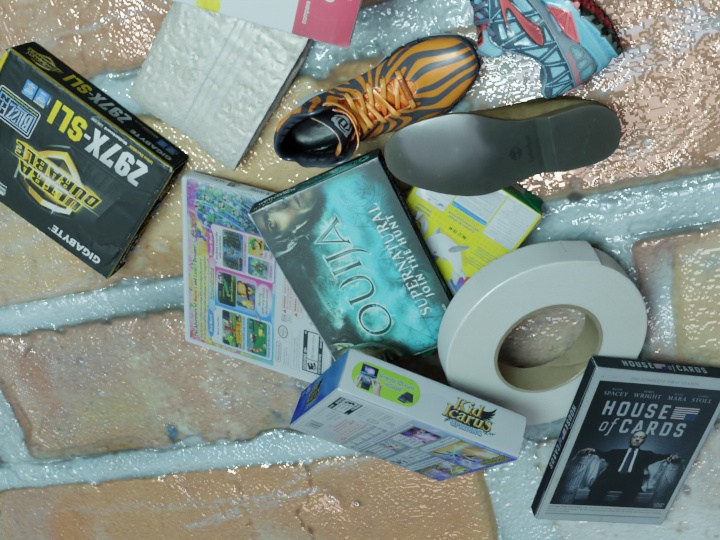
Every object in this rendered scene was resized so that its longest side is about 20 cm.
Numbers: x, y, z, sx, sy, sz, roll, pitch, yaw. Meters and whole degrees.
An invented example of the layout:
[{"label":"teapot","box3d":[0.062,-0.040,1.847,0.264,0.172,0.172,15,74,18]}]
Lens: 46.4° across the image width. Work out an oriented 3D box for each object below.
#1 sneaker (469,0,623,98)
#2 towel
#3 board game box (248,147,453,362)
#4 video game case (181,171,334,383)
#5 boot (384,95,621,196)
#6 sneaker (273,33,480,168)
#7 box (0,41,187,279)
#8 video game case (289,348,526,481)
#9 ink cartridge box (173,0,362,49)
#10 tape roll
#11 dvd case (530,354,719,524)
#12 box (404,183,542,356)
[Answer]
[{"label":"sneaker","box3d":[0.121,-0.223,0.701,0.200,0.079,0.096,42,119,-8]},{"label":"towel","box3d":[-0.125,-0.209,0.791,0.132,0.034,0.200,35,117,-2]},{"label":"board game box","box3d":[0.000,0.000,0.797,0.135,0.028,0.200,-22,113,16]},{"label":"video game case","box3d":[-0.104,0.011,0.874,0.181,0.024,0.201,16,120,19]},{"label":"boot","box3d":[0.120,-0.116,0.742,0.199,0.076,0.074,-7,117,5]},{"label":"sneaker","box3d":[0.011,-0.139,0.746,0.199,0.112,0.078,-24,108,22]},{"label":"box","box3d":[-0.301,-0.111,0.871,0.200,0.049,0.160,37,116,-5]},{"label":"video game case","box3d":[0.039,0.151,0.838,0.181,0.046,0.200,23,156,-9]},{"label":"ink cartridge box","box3d":[-0.089,-0.269,0.662,0.199,0.145,0.084,13,135,-7]},{"label":"tape roll","box3d":[0.174,0.064,0.802,0.202,0.037,0.203,-6,126,-8]},{"label":"dvd case","box3d":[0.272,0.178,0.853,0.150,0.025,0.201,6,120,-11]},{"label":"box","box3d":[0.075,-0.015,0.827,0.117,0.048,0.200,33,116,-4]}]
